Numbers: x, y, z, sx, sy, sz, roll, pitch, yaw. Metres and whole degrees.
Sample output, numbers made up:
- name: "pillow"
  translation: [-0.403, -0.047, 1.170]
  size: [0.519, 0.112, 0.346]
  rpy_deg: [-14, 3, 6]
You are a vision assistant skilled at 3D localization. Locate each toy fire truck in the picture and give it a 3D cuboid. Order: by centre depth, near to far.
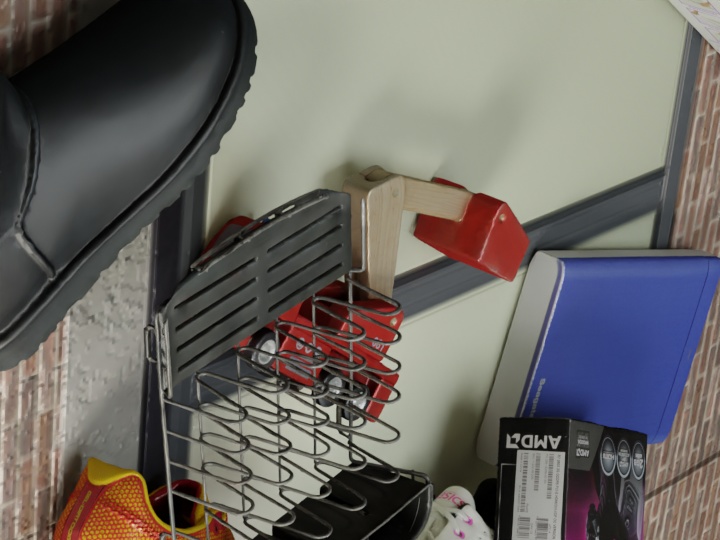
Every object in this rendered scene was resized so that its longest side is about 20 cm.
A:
- name: "toy fire truck"
  translation: [0.000, 0.000, 1.067]
  size: [0.200, 0.049, 0.142]
  rpy_deg: [34, 82, -54]

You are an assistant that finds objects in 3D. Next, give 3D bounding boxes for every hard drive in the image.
- name: "hard drive"
  translation: [0.154, 0.052, 1.322]
  size: [0.199, 0.025, 0.133]
  rpy_deg: [-1, 111, -53]

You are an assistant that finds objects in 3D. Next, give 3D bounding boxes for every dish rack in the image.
- name: "dish rack"
  translation: [-0.032, 0.068, 0.969]
  size: [0.153, 0.054, 0.201]
  rpy_deg: [-35, 134, -43]

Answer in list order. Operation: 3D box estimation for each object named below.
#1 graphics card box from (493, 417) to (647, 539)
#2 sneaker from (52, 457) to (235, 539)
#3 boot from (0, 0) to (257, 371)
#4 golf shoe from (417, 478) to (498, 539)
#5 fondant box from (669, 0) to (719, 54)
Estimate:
- name: "graphics card box"
  translation: [0.122, 0.189, 1.231]
  size: [0.125, 0.051, 0.202]
  rpy_deg: [17, 74, -59]
- name: "sneaker"
  translation: [-0.078, 0.150, 1.036]
  size: [0.200, 0.073, 0.078]
  rpy_deg: [47, 62, -56]
- name: "boot"
  translation: [-0.137, -0.070, 0.818]
  size: [0.201, 0.076, 0.168]
  rpy_deg: [-53, 147, -8]
- name: "golf shoe"
  translation: [0.030, 0.166, 1.192]
  size: [0.200, 0.072, 0.093]
  rpy_deg: [-6, 108, -62]
- name: "fondant box"
  translation: [0.248, -0.210, 1.264]
  size: [0.200, 0.058, 0.145]
  rpy_deg: [29, 86, -54]
